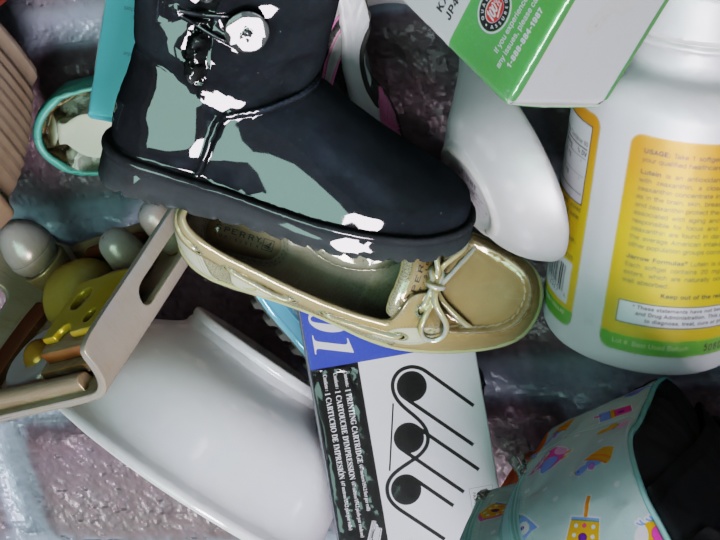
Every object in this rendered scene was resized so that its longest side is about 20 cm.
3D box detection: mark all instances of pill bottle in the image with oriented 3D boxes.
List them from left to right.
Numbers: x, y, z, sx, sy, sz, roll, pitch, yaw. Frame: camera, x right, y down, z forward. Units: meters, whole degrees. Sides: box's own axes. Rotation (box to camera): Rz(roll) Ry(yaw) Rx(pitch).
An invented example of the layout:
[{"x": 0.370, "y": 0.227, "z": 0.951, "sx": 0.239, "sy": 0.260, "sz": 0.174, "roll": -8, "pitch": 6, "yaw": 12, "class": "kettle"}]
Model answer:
[{"x": 0.161, "y": -0.057, "z": 0.936, "sx": 0.110, "sy": 0.111, "sz": 0.201, "roll": 12, "pitch": 117, "yaw": 14, "class": "pill bottle"}]

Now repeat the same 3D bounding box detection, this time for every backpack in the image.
[{"x": 0.134, "y": 0.158, "z": 0.882, "sx": 0.153, "sy": 0.200, "sz": 0.176, "roll": -27, "pitch": 90, "yaw": 10, "class": "backpack"}]

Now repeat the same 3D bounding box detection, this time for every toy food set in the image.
[{"x": -0.173, "y": 0.009, "z": 1.033, "sx": 0.200, "sy": 0.144, "sz": 0.060, "roll": -15, "pitch": 127, "yaw": 47, "class": "toy food set"}]

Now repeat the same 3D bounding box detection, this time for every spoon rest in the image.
[{"x": 0.055, "y": -0.090, "z": 0.955, "sx": 0.200, "sy": 0.060, "sz": 0.099, "roll": 55, "pitch": 166, "yaw": 22, "class": "spoon rest"}]

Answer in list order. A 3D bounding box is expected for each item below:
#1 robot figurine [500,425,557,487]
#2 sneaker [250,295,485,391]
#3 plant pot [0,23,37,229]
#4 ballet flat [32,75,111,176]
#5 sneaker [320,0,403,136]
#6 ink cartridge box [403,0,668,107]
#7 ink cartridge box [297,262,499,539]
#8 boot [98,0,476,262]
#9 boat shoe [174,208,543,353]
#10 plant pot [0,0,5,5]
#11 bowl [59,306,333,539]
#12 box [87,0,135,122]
[{"x": 0.168, "y": 0.178, "z": 1.042, "sx": 0.200, "sy": 0.117, "sz": 0.144, "roll": 37, "pitch": 104, "yaw": 1, "class": "robot figurine"}, {"x": -0.002, "y": 0.016, "z": 1.062, "sx": 0.095, "sy": 0.079, "sz": 0.200, "roll": -37, "pitch": 96, "yaw": 5, "class": "sneaker"}, {"x": -0.251, "y": -0.119, "z": 1.038, "sx": 0.093, "sy": 0.201, "sz": 0.201, "roll": -42, "pitch": 97, "yaw": -7, "class": "plant pot"}, {"x": -0.101, "y": -0.080, "z": 1.041, "sx": 0.199, "sy": 0.070, "sz": 0.068, "roll": -1, "pitch": 112, "yaw": 19, "class": "ballet flat"}, {"x": -0.042, "y": -0.115, "z": 0.943, "sx": 0.086, "sy": 0.080, "sz": 0.201, "roll": -30, "pitch": 124, "yaw": -13, "class": "sneaker"}, {"x": 0.067, "y": -0.196, "z": 0.872, "sx": 0.200, "sy": 0.083, "sz": 0.147, "roll": 48, "pitch": 125, "yaw": 30, "class": "ink cartridge box"}, {"x": 0.018, "y": 0.057, "z": 1.002, "sx": 0.093, "sy": 0.044, "sz": 0.201, "roll": -9, "pitch": 89, "yaw": -3, "class": "ink cartridge box"}, {"x": -0.021, "y": -0.101, "z": 0.872, "sx": 0.199, "sy": 0.077, "sz": 0.169, "roll": 13, "pitch": 118, "yaw": -7, "class": "boot"}, {"x": 0.000, "y": -0.003, "z": 0.947, "sx": 0.200, "sy": 0.063, "sz": 0.074, "roll": 17, "pitch": 87, "yaw": -2, "class": "boat shoe"}, {"x": -0.223, "y": -0.249, "z": 0.949, "sx": 0.199, "sy": 0.200, "sz": 0.177, "roll": 25, "pitch": 132, "yaw": 7, "class": "plant pot"}, {"x": -0.082, "y": 0.085, "z": 1.067, "sx": 0.201, "sy": 0.201, "sz": 0.091, "roll": 35, "pitch": 88, "yaw": 1, "class": "bowl"}, {"x": -0.092, "y": -0.175, "z": 0.953, "sx": 0.049, "sy": 0.082, "sz": 0.201, "roll": 11, "pitch": 97, "yaw": 14, "class": "box"}]
